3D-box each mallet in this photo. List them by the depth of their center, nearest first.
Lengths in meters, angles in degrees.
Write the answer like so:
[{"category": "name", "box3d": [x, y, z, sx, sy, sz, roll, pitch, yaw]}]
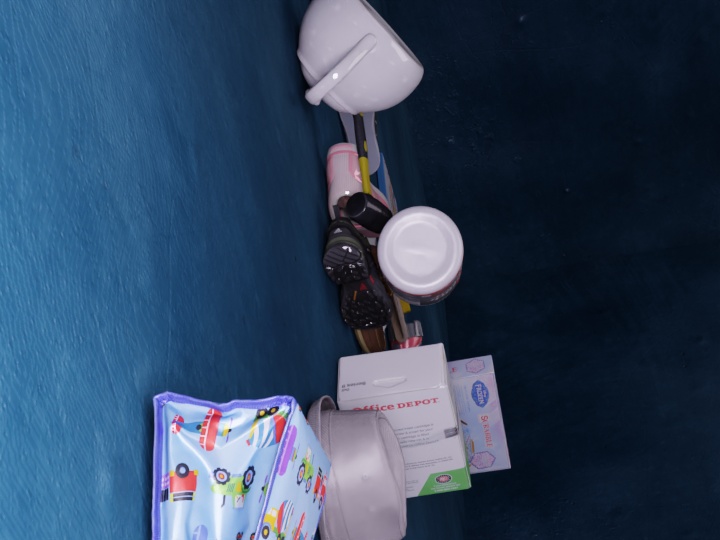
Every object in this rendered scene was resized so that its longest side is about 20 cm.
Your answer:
[{"category": "mallet", "box3d": [0.011, -0.142, 1.612, 0.066, 0.041, 0.203, 36, 40, -41]}]

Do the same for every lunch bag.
[{"category": "lunch bag", "box3d": [-0.078, 0.196, 0.727, 0.151, 0.092, 0.203, 72, 20, -65]}]

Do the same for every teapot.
[{"category": "teapot", "box3d": [-0.019, -0.282, 1.579, 0.199, 0.146, 0.198, 33, 18, -53]}]

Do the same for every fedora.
[{"category": "fedora", "box3d": [0.002, 0.230, 1.258, 0.177, 0.089, 0.204, -38, 119, -82]}]

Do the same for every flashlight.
[{"category": "flashlight", "box3d": [0.095, 0.197, 2.168, 0.068, 0.067, 0.204, 40, 40, -84]}]

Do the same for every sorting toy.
[{"category": "sorting toy", "box3d": [0.055, -0.003, 2.047, 0.201, 0.036, 0.187, 82, -5, -50]}]

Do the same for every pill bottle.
[{"category": "pill bottle", "box3d": [0.084, -0.014, 1.603, 0.200, 0.114, 0.118, 61, 21, -81]}]

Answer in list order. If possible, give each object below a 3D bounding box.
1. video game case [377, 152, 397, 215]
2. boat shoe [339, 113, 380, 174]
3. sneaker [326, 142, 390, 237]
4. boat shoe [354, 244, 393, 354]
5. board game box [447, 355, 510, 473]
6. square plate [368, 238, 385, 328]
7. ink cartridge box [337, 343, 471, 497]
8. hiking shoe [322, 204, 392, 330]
[{"category": "video game case", "box3d": [0.062, -0.139, 2.522, 0.201, 0.017, 0.145, 70, 13, -57]}, {"category": "boat shoe", "box3d": [-0.001, -0.264, 1.977, 0.066, 0.069, 0.203, -102, 180, -64]}, {"category": "sneaker", "box3d": [-0.004, -0.083, 1.690, 0.201, 0.074, 0.106, 65, 17, -53]}, {"category": "boat shoe", "box3d": [0.017, 0.046, 1.708, 0.073, 0.066, 0.202, -90, 169, -51]}, {"category": "board game box", "box3d": [0.113, 0.226, 1.730, 0.041, 0.196, 0.202, -91, 170, -53]}, {"category": "square plate", "box3d": [0.015, 0.000, 1.915, 0.200, 0.028, 0.202, -89, 168, -52]}, {"category": "ink cartridge box", "box3d": [0.059, 0.201, 1.530, 0.085, 0.143, 0.202, -90, 169, -51]}, {"category": "hiking shoe", "box3d": [0.000, 0.000, 1.598, 0.201, 0.074, 0.102, 71, 15, -51]}]
